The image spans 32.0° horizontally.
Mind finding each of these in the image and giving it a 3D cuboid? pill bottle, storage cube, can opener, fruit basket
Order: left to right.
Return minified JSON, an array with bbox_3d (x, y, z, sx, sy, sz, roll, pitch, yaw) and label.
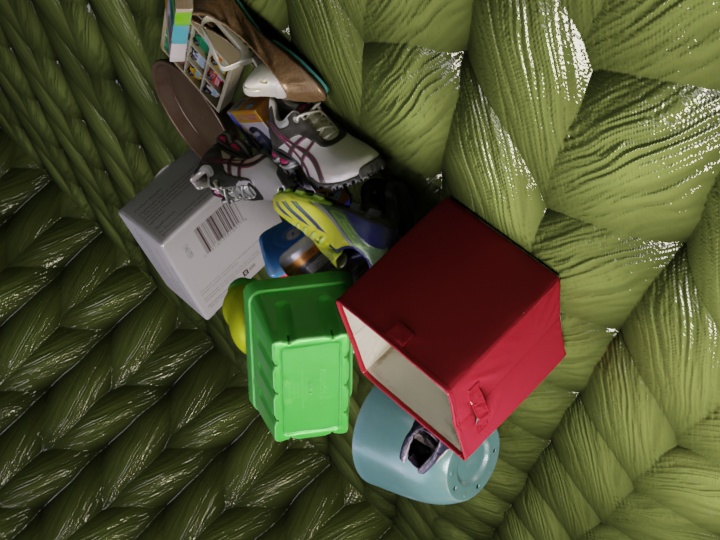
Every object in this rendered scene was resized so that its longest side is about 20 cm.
[{"bbox_3d":[-0.086,0.079,1.535,0.216,0.153,0.219,174,90,-81],"label":"fruit basket"},{"bbox_3d":[-0.003,0.030,1.587,0.201,0.116,0.116,53,165,-2],"label":"pill bottle"},{"bbox_3d":[0.034,-0.013,1.505,0.079,0.062,0.203,-122,27,-76],"label":"can opener"},{"bbox_3d":[0.105,0.063,1.399,0.199,0.180,0.172,39,162,30],"label":"storage cube"}]

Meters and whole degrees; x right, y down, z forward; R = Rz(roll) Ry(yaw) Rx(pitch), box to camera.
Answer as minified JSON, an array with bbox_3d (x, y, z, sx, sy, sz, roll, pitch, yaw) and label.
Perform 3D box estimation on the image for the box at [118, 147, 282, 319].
[{"bbox_3d":[-0.246,-0.071,2.015,0.130,0.199,0.201,35,161,38],"label":"box"}]

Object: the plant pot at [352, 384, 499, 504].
[{"bbox_3d":[0.112,0.257,1.891,0.160,0.201,0.202,20,152,41],"label":"plant pot"}]

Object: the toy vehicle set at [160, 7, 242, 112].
[{"bbox_3d":[-0.214,-0.293,1.684,0.124,0.026,0.200,48,165,-1],"label":"toy vehicle set"}]

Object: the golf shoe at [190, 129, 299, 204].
[{"bbox_3d":[-0.147,-0.116,1.663,0.199,0.088,0.078,27,156,49],"label":"golf shoe"}]

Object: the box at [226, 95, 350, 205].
[{"bbox_3d":[-0.092,-0.147,1.696,0.201,0.041,0.119,55,164,-19],"label":"box"}]

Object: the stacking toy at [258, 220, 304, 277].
[{"bbox_3d":[-0.061,0.020,1.846,0.117,0.109,0.201,-110,-5,-54],"label":"stacking toy"}]

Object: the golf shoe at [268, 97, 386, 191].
[{"bbox_3d":[-0.051,-0.154,1.499,0.199,0.077,0.089,22,137,47],"label":"golf shoe"}]

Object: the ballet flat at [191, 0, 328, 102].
[{"bbox_3d":[-0.128,-0.250,1.461,0.200,0.072,0.068,45,166,6],"label":"ballet flat"}]

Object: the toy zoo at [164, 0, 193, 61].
[{"bbox_3d":[-0.214,-0.328,1.458,0.200,0.020,0.133,140,126,-76],"label":"toy zoo"}]

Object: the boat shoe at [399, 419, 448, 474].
[{"bbox_3d":[0.119,0.176,1.620,0.074,0.202,0.093,30,-156,10],"label":"boat shoe"}]

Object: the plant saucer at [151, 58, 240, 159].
[{"bbox_3d":[-0.241,-0.233,1.877,0.200,0.029,0.201,43,157,23],"label":"plant saucer"}]

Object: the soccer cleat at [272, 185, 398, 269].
[{"bbox_3d":[-0.039,-0.048,1.483,0.199,0.085,0.064,18,-171,41],"label":"soccer cleat"}]
